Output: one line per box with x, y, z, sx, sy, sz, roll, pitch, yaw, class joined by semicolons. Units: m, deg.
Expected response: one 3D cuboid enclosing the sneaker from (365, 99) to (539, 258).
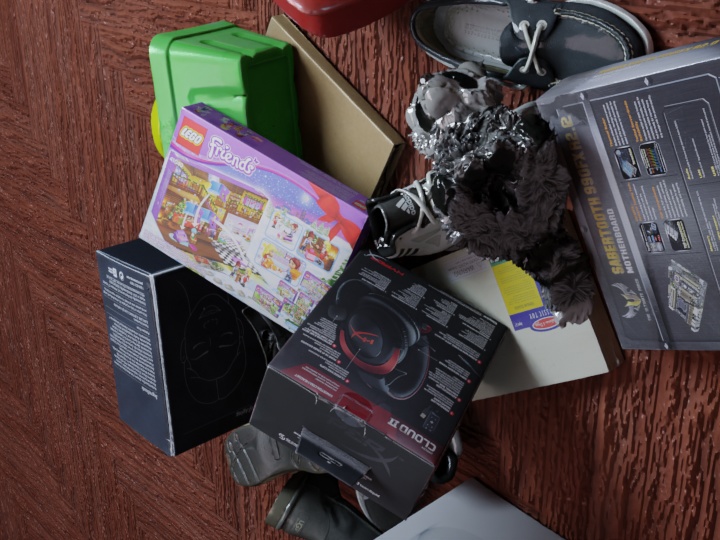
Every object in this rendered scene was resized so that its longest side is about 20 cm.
0.078;-0.059;0.779;0.200;0.114;0.076;-42;74;49;sneaker

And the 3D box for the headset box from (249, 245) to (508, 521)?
0.014;0.090;0.779;0.147;0.200;0.076;29;131;8;headset box

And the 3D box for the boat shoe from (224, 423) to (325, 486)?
-0.048;0.164;0.960;0.198;0.073;0.077;-18;79;36;boat shoe

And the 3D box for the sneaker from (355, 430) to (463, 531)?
0.049;0.192;0.931;0.115;0.074;0.203;-139;45;-55;sneaker

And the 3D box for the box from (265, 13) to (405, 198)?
-0.047;-0.129;0.970;0.200;0.021;0.165;49;137;24;box

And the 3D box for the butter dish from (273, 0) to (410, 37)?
-0.016;-0.266;0.780;0.200;0.198;0.148;51;161;21;butter dish

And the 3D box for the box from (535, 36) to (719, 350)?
0.220;-0.043;0.642;0.157;0.048;0.202;-5;114;51;box

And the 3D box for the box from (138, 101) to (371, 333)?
-0.094;-0.044;0.876;0.198;0.039;0.138;31;115;10;box

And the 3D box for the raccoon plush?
0.095;-0.058;0.717;0.135;0.095;0.202;-109;-2;-56;raccoon plush

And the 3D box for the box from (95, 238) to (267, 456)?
-0.159;0.058;1.040;0.123;0.198;0.200;17;118;46;box

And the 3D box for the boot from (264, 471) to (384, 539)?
0.006;0.281;1.028;0.198;0.182;0.073;29;111;5;boot

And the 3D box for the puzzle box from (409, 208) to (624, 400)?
0.124;0.039;0.838;0.199;0.025;0.135;-22;88;51;puzzle box

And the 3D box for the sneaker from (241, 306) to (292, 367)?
-0.055;0.121;1.019;0.060;0.103;0.203;1;106;49;sneaker

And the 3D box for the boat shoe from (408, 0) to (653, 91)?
0.121;-0.170;0.725;0.198;0.060;0.077;19;118;43;boat shoe

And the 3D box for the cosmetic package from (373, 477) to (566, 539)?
0.104;0.315;0.839;0.199;0.198;0.125;26;124;41;cosmetic package

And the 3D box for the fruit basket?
-0.160;-0.144;0.978;0.213;0.155;0.219;12;115;27;fruit basket
